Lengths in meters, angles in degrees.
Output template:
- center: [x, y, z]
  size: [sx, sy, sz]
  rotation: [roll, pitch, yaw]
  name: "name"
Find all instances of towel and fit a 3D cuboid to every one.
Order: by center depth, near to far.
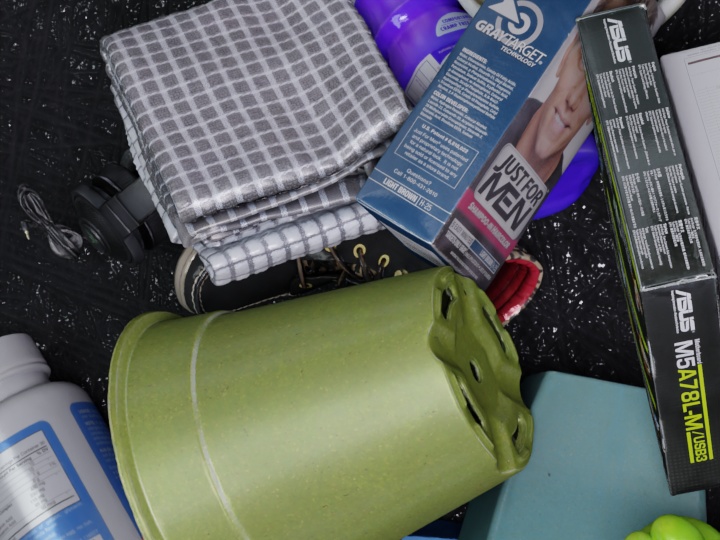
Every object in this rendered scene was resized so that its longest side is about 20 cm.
- center: [-0.059, -0.096, 1.497]
  size: [0.200, 0.165, 0.086]
  rotation: [-119, 15, -46]
  name: "towel"

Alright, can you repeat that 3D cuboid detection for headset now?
- center: [-0.154, -0.061, 1.640]
  size: [0.094, 0.124, 0.200]
  rotation: [50, 134, -5]
  name: "headset"

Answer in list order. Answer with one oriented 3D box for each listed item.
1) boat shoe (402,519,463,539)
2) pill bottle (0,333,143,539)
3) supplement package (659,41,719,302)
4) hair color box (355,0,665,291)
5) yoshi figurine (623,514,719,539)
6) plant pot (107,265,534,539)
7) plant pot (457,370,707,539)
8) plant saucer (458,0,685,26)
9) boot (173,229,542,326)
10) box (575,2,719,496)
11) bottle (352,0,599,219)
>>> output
- center: [0.034, 0.198, 1.565]
  size: [0.199, 0.084, 0.069]
  rotation: [2, 98, 34]
  name: "boat shoe"
- center: [-0.216, 0.148, 1.699]
  size: [0.112, 0.112, 0.201]
  rotation: [-40, 72, 27]
  name: "pill bottle"
- center: [0.240, -0.026, 1.330]
  size: [0.113, 0.110, 0.201]
  rotation: [-12, 44, 5]
  name: "supplement package"
- center: [0.088, -0.095, 1.402]
  size: [0.060, 0.100, 0.200]
  rotation: [31, 86, 26]
  name: "hair color box"
- center: [0.203, 0.211, 1.336]
  size: [0.112, 0.112, 0.201]
  rotation: [-8, 115, 58]
  name: "yoshi figurine"
- center: [-0.010, 0.087, 1.386]
  size: [0.189, 0.200, 0.201]
  rotation: [-21, 82, 22]
  name: "plant pot"
- center: [0.129, 0.166, 1.446]
  size: [0.140, 0.141, 0.201]
  rotation: [11, 85, -4]
  name: "plant pot"
- center: [0.137, -0.229, 1.491]
  size: [0.199, 0.050, 0.201]
  rotation: [2, 94, 31]
  name: "plant saucer"
- center: [0.000, 0.000, 1.500]
  size: [0.151, 0.199, 0.073]
  rotation: [47, 154, 43]
  name: "boot"
- center: [0.165, -0.010, 1.353]
  size: [0.047, 0.194, 0.201]
  rotation: [-10, 50, 2]
  name: "box"
- center: [0.063, -0.118, 1.523]
  size: [0.200, 0.083, 0.065]
  rotation: [52, 134, 28]
  name: "bottle"
